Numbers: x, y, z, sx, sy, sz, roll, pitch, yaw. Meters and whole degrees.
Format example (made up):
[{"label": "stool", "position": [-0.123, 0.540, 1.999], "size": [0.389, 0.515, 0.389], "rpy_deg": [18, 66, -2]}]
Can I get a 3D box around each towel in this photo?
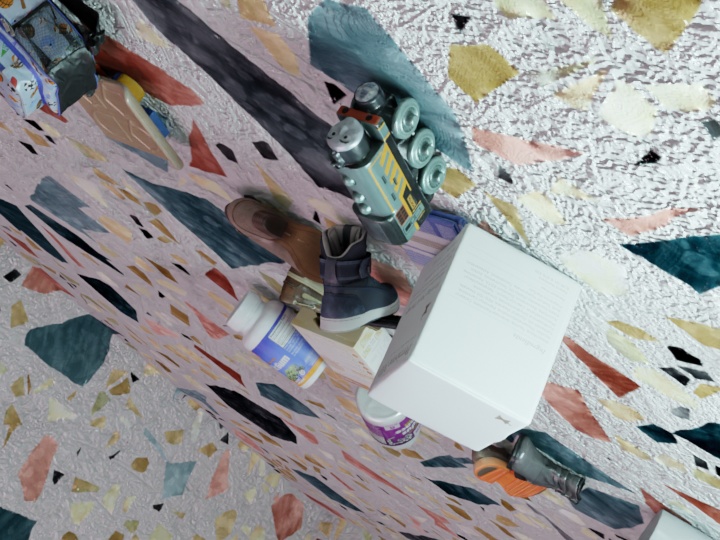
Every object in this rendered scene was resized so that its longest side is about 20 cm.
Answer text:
[{"label": "towel", "position": [0.111, -0.025, 1.561], "size": [0.147, 0.024, 0.200], "rpy_deg": [19, 157, 38]}]

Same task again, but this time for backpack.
[{"label": "backpack", "position": [-0.446, -0.309, 1.577], "size": [0.191, 0.154, 0.200], "rpy_deg": [55, 160, 2]}]

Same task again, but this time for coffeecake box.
[{"label": "coffeecake box", "position": [-0.007, 0.139, 2.107], "size": [0.153, 0.073, 0.200], "rpy_deg": [19, 157, 39]}]

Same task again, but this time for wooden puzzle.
[{"label": "wooden puzzle", "position": [-0.361, -0.246, 1.777], "size": [0.200, 0.046, 0.185], "rpy_deg": [27, 161, 33]}]

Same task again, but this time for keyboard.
[{"label": "keyboard", "position": [0.097, 0.080, 1.755], "size": [0.200, 0.021, 0.127], "rpy_deg": [7, -177, 36]}]

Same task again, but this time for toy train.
[{"label": "toy train", "position": [0.027, -0.117, 1.317], "size": [0.085, 0.114, 0.200], "rpy_deg": [21, 159, 33]}]

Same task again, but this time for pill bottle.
[{"label": "pill bottle", "position": [0.060, 0.273, 2.276], "size": [0.112, 0.112, 0.200], "rpy_deg": [26, 161, 23]}, {"label": "pill bottle", "position": [-0.155, 0.127, 2.272], "size": [0.200, 0.112, 0.112], "rpy_deg": [35, 162, -8]}]

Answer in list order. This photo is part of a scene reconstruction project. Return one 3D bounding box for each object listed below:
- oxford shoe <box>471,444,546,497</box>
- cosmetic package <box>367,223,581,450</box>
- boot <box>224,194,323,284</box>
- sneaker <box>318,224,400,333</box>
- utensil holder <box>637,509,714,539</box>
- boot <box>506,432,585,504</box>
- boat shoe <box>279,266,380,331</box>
[{"label": "oxford shoe", "position": [0.286, 0.375, 2.256], "size": [0.071, 0.073, 0.200], "rpy_deg": [-35, 134, 25]}, {"label": "cosmetic package", "position": [0.139, 0.086, 1.455], "size": [0.166, 0.200, 0.167], "rpy_deg": [28, 154, -6]}, {"label": "boot", "position": [-0.120, -0.050, 1.847], "size": [0.200, 0.070, 0.146], "rpy_deg": [40, 169, -28]}, {"label": "sneaker", "position": [0.001, 0.000, 1.742], "size": [0.077, 0.147, 0.202], "rpy_deg": [1, -170, 24]}, {"label": "utensil holder", "position": [0.552, 0.519, 1.982], "size": [0.200, 0.170, 0.170], "rpy_deg": [33, 162, 12]}, {"label": "boot", "position": [0.337, 0.354, 2.105], "size": [0.131, 0.070, 0.200], "rpy_deg": [23, 170, 22]}, {"label": "boat shoe", "position": [-0.050, 0.062, 1.926], "size": [0.202, 0.075, 0.075], "rpy_deg": [30, 177, -30]}]
